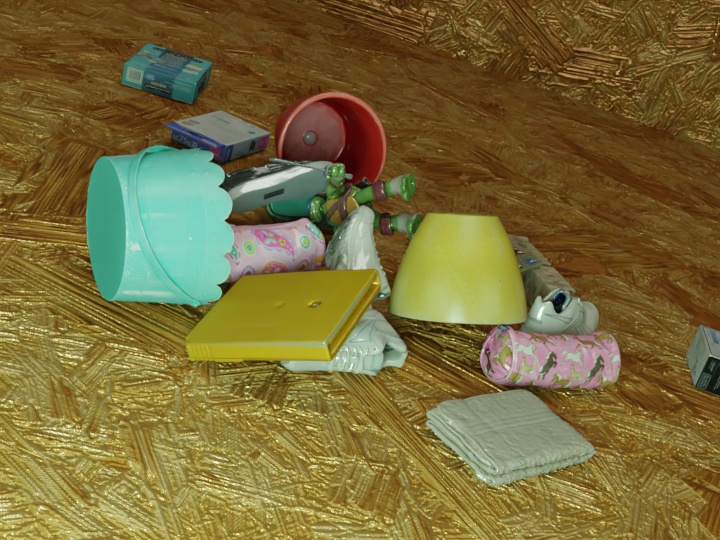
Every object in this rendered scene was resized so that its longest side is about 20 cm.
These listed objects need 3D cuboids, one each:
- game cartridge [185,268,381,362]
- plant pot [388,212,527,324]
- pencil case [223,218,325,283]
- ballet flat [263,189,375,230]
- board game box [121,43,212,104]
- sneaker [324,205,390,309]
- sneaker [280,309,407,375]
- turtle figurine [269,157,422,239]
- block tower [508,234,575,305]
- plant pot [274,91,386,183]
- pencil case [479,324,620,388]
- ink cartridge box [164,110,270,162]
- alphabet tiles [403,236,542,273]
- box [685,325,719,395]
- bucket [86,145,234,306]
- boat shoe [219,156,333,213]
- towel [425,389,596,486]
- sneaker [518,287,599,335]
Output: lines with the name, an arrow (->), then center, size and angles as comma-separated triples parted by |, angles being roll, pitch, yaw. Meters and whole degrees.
game cartridge -> -0.093, 0.054, 1.243 | 0.198, 0.033, 0.177 | -4, 27, 26
plant pot -> 0.141, -0.008, 1.454 | 0.197, 0.144, 0.200 | 3, 5, 0
pencil case -> -0.145, -0.028, 1.445 | 0.198, 0.088, 0.087 | -5, 32, -42
ballet flat -> -0.070, -0.104, 1.705 | 0.198, 0.075, 0.074 | 12, 23, -24
board game box -> -0.403, -0.416, 2.168 | 0.149, 0.047, 0.200 | 16, 23, -4
sneaker -> 0.000, 0.000, 1.466 | 0.099, 0.078, 0.202 | 26, 55, -18
sneaker -> -0.015, 0.096, 1.290 | 0.199, 0.071, 0.080 | -8, 37, -47
turtle figurine -> -0.016, -0.084, 1.559 | 0.191, 0.146, 0.200 | -3, -12, 24
block tower -> 0.288, 0.010, 1.720 | 0.053, 0.058, 0.201 | 8, 27, -22
plant pot -> -0.070, -0.225, 1.828 | 0.198, 0.203, 0.177 | 9, 13, -19
pencil case -> 0.266, 0.120, 1.427 | 0.198, 0.088, 0.083 | 7, -12, -26
ink cartridge box -> -0.265, -0.247, 1.905 | 0.118, 0.042, 0.200 | 25, 22, 16
alphabet tiles -> 0.175, -0.028, 1.710 | 0.166, 0.008, 0.199 | -19, 36, -30
box -> 0.620, 0.165, 1.610 | 0.198, 0.061, 0.117 | 20, 23, 4
bucket -> -0.256, -0.055, 1.292 | 0.133, 0.210, 0.207 | -4, 31, -30
boat shoe -> -0.132, -0.146, 1.619 | 0.198, 0.070, 0.067 | -20, 62, -22
towel -> 0.181, 0.200, 1.248 | 0.198, 0.035, 0.132 | -2, 31, -40
sneaker -> 0.313, 0.070, 1.564 | 0.074, 0.088, 0.199 | 29, 24, 30
